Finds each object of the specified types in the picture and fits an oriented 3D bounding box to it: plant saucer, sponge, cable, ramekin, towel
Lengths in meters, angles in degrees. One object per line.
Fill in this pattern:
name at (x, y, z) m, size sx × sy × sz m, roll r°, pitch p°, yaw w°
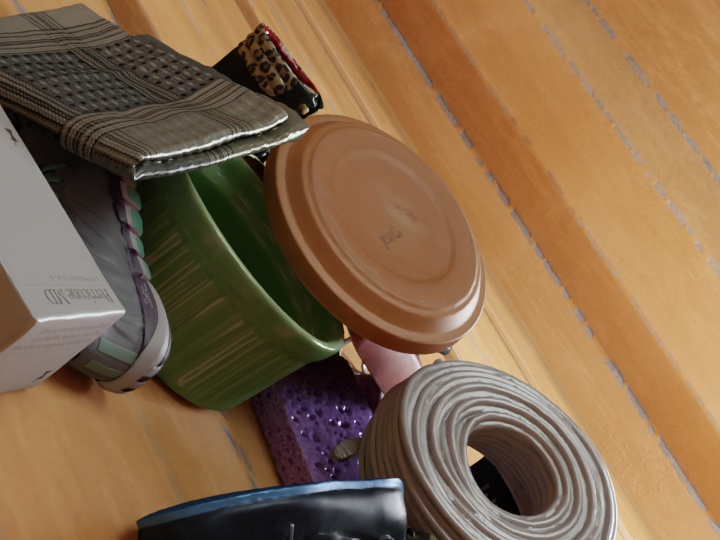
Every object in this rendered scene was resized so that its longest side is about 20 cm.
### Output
plant saucer at (0.018, -0.033, 0.930) m, size 0.199 × 0.032 × 0.202 m, roll 26°, pitch 43°, yaw -27°
plant saucer at (0.000, 0.000, 1.011) m, size 0.200 × 0.036 × 0.201 m, roll 60°, pitch 9°, yaw -64°
sponge at (-0.021, 0.136, 0.948) m, size 0.111 × 0.030 × 0.201 m, roll 21°, pitch 32°, yaw -44°
cable at (0.095, 0.154, 0.916) m, size 0.200 × 0.069 × 0.200 m, roll 43°, pitch 38°, yaw 8°
ramekin at (-0.107, -0.002, 0.871) m, size 0.201 × 0.097 × 0.200 m, roll 53°, pitch 11°, yaw -14°
towel at (-0.154, -0.119, 0.800) m, size 0.191 × 0.035 × 0.199 m, roll 27°, pitch 24°, yaw 21°

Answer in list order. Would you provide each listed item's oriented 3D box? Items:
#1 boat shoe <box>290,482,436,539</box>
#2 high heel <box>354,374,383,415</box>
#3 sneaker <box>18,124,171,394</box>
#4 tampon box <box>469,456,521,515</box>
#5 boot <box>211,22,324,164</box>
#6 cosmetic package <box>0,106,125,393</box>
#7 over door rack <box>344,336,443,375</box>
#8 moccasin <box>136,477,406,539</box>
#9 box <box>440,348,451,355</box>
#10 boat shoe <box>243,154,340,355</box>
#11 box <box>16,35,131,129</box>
boat shoe at (0.028, 0.199, 0.812) m, size 0.200 × 0.066 × 0.072 m, roll 38°, pitch -15°, yaw 14°
high heel at (0.033, 0.177, 1.096) m, size 0.201 × 0.067 × 0.097 m, roll 59°, pitch 28°, yaw -50°
sneaker at (-0.173, -0.027, 0.731) m, size 0.087 × 0.074 × 0.201 m, roll 29°, pitch 29°, yaw -57°
tampon box at (0.132, 0.273, 1.027) m, size 0.150 × 0.126 × 0.201 m, roll 37°, pitch 21°, yaw -57°
boot at (-0.089, -0.088, 1.059) m, size 0.205 × 0.153 × 0.073 m, roll 56°, pitch 11°, yaw 3°
cosmetic package at (-0.207, -0.041, 0.615) m, size 0.201 × 0.074 × 0.102 m, roll 56°, pitch 11°, yaw 7°
over door rack at (0.083, 0.131, 1.248) m, size 0.199 × 0.067 × 0.148 m, roll 35°, pitch 0°, yaw 29°
moccasin at (-0.035, 0.154, 0.701) m, size 0.199 × 0.080 × 0.069 m, roll 5°, pitch 75°, yaw -46°
box at (0.001, 0.022, 1.226) m, size 0.160 × 0.050 × 0.200 m, roll 23°, pitch -2°, yaw 22°
boat shoe at (-0.069, 0.005, 1.008) m, size 0.204 × 0.074 × 0.075 m, roll 64°, pitch -11°, yaw -20°
box at (-0.188, -0.125, 0.945) m, size 0.122 × 0.032 × 0.200 m, roll 57°, pitch 23°, yaw 9°
